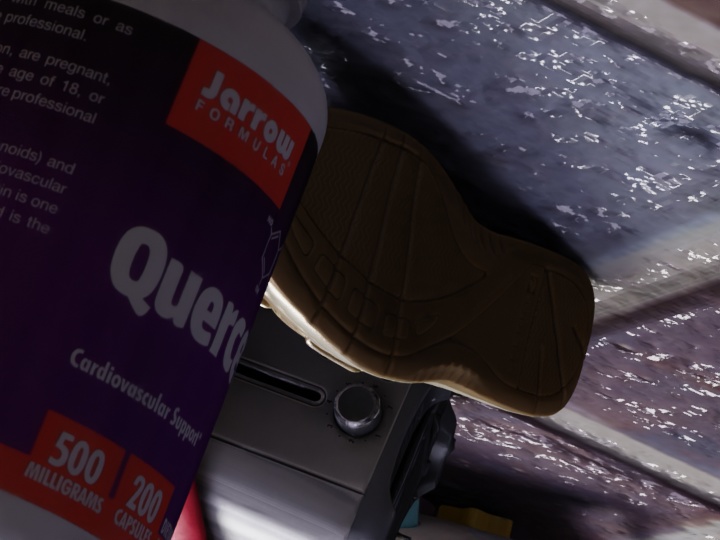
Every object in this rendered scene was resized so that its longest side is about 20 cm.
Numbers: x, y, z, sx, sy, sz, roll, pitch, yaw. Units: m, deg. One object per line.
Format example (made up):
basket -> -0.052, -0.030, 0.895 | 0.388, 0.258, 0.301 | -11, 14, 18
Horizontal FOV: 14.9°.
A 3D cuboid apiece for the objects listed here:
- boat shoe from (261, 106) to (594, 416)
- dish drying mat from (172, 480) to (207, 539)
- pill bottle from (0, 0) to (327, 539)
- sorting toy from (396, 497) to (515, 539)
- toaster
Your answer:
boat shoe -> 0.000, 0.000, 0.872 | 0.069, 0.074, 0.200 | 9, 166, 35
dish drying mat -> -0.095, 0.074, 0.989 | 0.077, 0.018, 0.200 | 11, 139, 14
pill bottle -> -0.078, -0.010, 0.723 | 0.112, 0.200, 0.112 | 19, 164, 6
sorting toy -> 0.050, 0.154, 1.288 | 0.180, 0.107, 0.200 | 3, 157, 27
toaster -> -0.035, 0.067, 1.076 | 0.129, 0.114, 0.200 | 23, 163, 7
